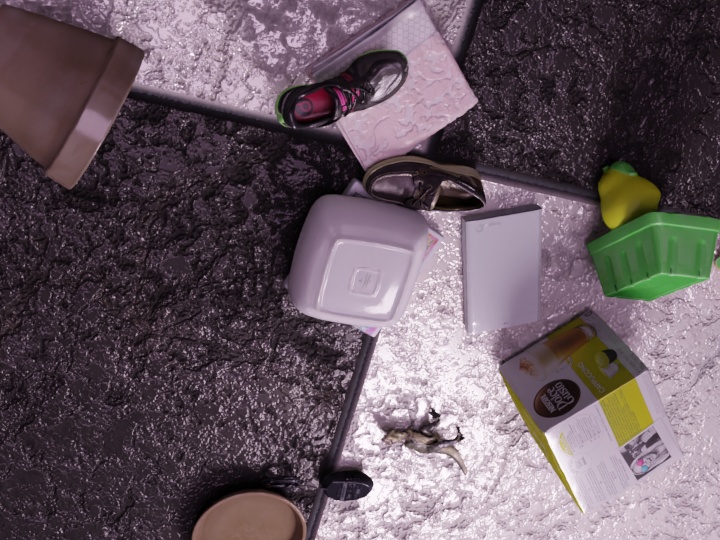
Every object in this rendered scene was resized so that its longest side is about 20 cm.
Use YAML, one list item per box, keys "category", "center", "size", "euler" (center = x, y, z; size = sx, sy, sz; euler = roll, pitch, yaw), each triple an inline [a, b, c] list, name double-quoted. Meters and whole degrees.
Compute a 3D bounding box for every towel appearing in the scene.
- category: "towel"
  center: [0.048, -0.264, 1.358]
  size: [0.198, 0.032, 0.192]
  euler: [-33, 118, 3]

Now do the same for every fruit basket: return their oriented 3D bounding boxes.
- category: "fruit basket"
  center: [0.453, -0.070, 1.491]
  size: [0.153, 0.216, 0.219]
  euler: [6, 113, -17]

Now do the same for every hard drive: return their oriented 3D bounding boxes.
- category: "hard drive"
  center: [0.231, -0.001, 1.530]
  size: [0.129, 0.026, 0.203]
  euler: [-10, 117, -11]

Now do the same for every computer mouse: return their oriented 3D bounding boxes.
- category: "computer mouse"
  center: [-0.074, 0.365, 1.618]
  size: [0.196, 0.034, 0.059]
  euler: [5, 132, -12]

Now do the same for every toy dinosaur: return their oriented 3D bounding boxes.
- category: "toy dinosaur"
  center: [0.129, 0.293, 1.627]
  size: [0.198, 0.048, 0.088]
  euler: [25, 120, -24]

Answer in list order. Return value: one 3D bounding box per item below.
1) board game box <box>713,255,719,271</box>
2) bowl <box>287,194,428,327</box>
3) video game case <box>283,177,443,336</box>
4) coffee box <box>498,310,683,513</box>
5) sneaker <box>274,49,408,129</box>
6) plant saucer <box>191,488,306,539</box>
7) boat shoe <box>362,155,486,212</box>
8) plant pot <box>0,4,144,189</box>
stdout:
- category: "board game box"
  center: [0.706, 0.003, 1.659]
  size: [0.199, 0.030, 0.096]
  euler: [38, 100, -29]
- category: "bowl"
  center: [0.000, 0.000, 1.407]
  size: [0.196, 0.075, 0.203]
  euler: [10, 118, -17]
- category: "video game case"
  center: [0.006, -0.016, 1.465]
  size: [0.181, 0.024, 0.201]
  euler: [30, 103, -25]
- category: "coffee box"
  center: [0.380, 0.234, 1.570]
  size: [0.196, 0.200, 0.202]
  euler: [-30, 119, 1]
- category: "sneaker"
  center: [-0.020, -0.238, 1.289]
  size: [0.197, 0.084, 0.078]
  euler: [-25, 118, 0]
- category: "plant saucer"
  center: [-0.192, 0.450, 1.613]
  size: [0.196, 0.030, 0.203]
  euler: [-6, 120, -10]
- category: "boat shoe"
  center: [0.101, -0.124, 1.402]
  size: [0.196, 0.065, 0.074]
  euler: [-2, 132, -20]
- category: "plant pot"
  center: [-0.390, -0.229, 1.162]
  size: [0.172, 0.200, 0.201]
  euler: [28, 105, -23]
